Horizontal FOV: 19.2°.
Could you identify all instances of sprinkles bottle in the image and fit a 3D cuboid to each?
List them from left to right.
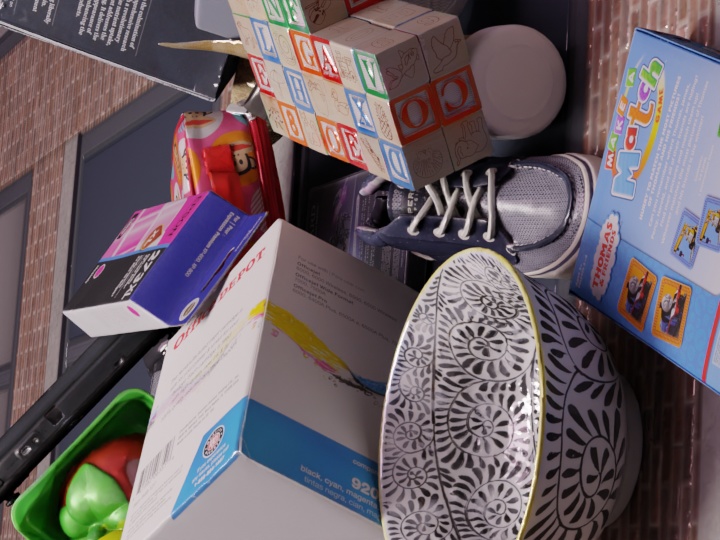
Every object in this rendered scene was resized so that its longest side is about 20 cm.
[{"bbox_3d":[0.056,-0.114,1.342,0.200,0.068,0.068,-175,92,-68],"label":"sprinkles bottle"}]

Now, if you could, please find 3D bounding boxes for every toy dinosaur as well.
[{"bbox_3d":[-0.041,-0.145,1.526,0.200,0.101,0.058,17,71,38],"label":"toy dinosaur"}]

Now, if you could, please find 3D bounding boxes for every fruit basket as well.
[{"bbox_3d":[-0.141,0.202,1.495,0.156,0.216,0.216,-46,27,0],"label":"fruit basket"}]

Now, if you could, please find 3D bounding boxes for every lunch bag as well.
[{"bbox_3d":[-0.094,-0.017,1.557,0.176,0.082,0.200,105,156,-70],"label":"lunch bag"}]

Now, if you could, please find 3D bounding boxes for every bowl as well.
[{"bbox_3d":[0.091,0.092,1.156,0.201,0.094,0.201,-173,90,-67],"label":"bowl"}]

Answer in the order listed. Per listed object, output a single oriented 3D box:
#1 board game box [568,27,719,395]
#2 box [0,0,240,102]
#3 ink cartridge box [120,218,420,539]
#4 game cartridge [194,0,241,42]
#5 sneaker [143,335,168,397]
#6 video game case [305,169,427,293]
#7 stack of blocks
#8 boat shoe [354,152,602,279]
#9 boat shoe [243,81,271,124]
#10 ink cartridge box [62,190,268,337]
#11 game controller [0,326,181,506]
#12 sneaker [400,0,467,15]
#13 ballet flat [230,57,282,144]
[{"bbox_3d":[0.176,-0.029,1.066,0.200,0.037,0.152,-141,61,-63],"label":"board game box"},{"bbox_3d":[-0.166,-0.246,1.668,0.200,0.196,0.124,-68,-1,-64],"label":"box"},{"bbox_3d":[-0.040,0.104,1.316,0.147,0.145,0.200,-45,25,39],"label":"ink cartridge box"},{"bbox_3d":[-0.037,-0.240,1.505,0.200,0.133,0.041,-58,28,37],"label":"game cartridge"},{"bbox_3d":[-0.154,0.123,1.771,0.200,0.075,0.114,-63,28,27],"label":"sneaker"},{"bbox_3d":[0.000,0.000,1.504,0.200,0.019,0.143,165,111,-68],"label":"video game case"},{"bbox_3d":[-0.006,-0.129,1.288,0.200,0.059,0.115,28,140,59],"label":"stack of blocks"},{"bbox_3d":[0.068,-0.033,1.254,0.200,0.093,0.075,166,110,-66],"label":"boat shoe"},{"bbox_3d":[-0.029,-0.187,1.410,0.067,0.057,0.200,-75,0,-73],"label":"boat shoe"},{"bbox_3d":[-0.135,-0.003,1.440,0.095,0.037,0.200,-55,20,-18],"label":"ink cartridge box"},{"bbox_3d":[-0.200,0.093,1.537,0.200,0.042,0.104,-45,-4,-1],"label":"game controller"},{"bbox_3d":[0.043,-0.205,1.387,0.071,0.073,0.200,102,-177,-48],"label":"sneaker"},{"bbox_3d":[-0.049,-0.174,1.623,0.065,0.070,0.200,42,127,44],"label":"ballet flat"}]
